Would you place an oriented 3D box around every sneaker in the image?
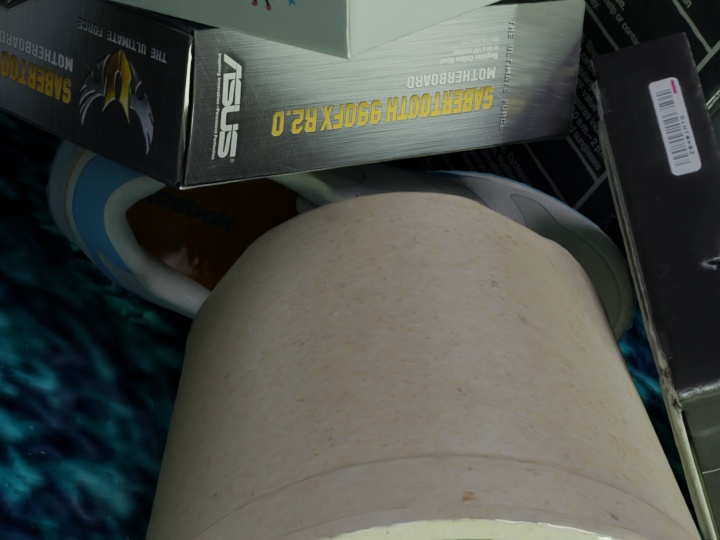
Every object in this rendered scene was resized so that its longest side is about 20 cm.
[{"bbox_3d":[0.000,0.000,0.841,0.199,0.077,0.081,12,10,-17],"label":"sneaker"}]

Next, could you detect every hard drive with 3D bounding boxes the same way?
[{"bbox_3d":[0.118,0.040,0.837,0.038,0.200,0.140,-16,50,8],"label":"hard drive"}]

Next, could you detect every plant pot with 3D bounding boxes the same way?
[{"bbox_3d":[0.015,0.081,0.733,0.200,0.201,0.184,21,34,-19],"label":"plant pot"}]

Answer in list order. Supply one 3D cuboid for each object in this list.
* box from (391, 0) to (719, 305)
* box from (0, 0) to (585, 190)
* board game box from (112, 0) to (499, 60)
[{"bbox_3d":[0.092,-0.118,0.937,0.123,0.198,0.200,-12,62,-41],"label":"box"},{"bbox_3d":[-0.054,-0.082,0.837,0.158,0.048,0.200,-9,24,-41],"label":"box"},{"bbox_3d":[0.006,-0.130,0.777,0.147,0.064,0.200,18,29,37],"label":"board game box"}]
